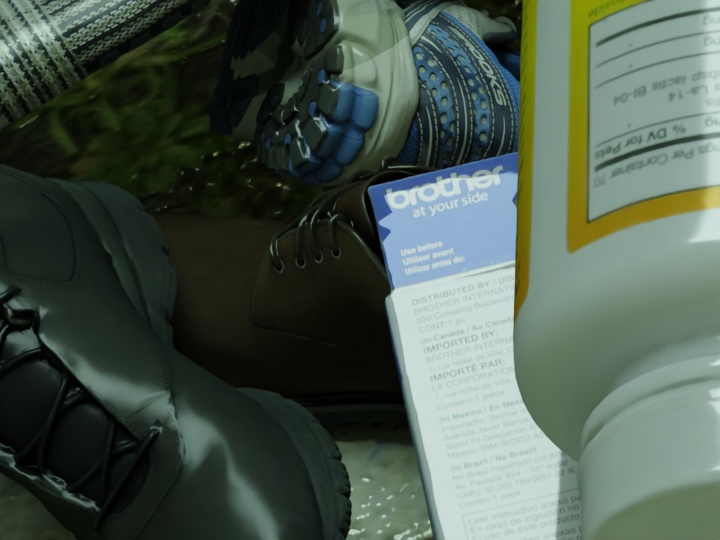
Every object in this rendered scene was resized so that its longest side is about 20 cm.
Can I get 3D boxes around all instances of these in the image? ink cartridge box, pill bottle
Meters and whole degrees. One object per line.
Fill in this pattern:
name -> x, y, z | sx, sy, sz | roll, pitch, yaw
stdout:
ink cartridge box -> 0.076, 0.055, 0.721 | 0.119, 0.042, 0.200 | -14, 59, 1
pill bottle -> 0.090, -0.022, 0.681 | 0.109, 0.109, 0.200 | -5, 57, 14

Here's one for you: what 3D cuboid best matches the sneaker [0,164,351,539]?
sneaker -> -0.077, 0.036, 0.790 | 0.076, 0.091, 0.200 | -57, 44, 13

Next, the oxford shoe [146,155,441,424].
oxford shoe -> 0.000, 0.000, 0.842 | 0.200, 0.085, 0.073 | 8, 43, 31

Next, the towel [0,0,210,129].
towel -> -0.088, -0.128, 0.924 | 0.192, 0.035, 0.200 | -31, 37, -6

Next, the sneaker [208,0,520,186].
sneaker -> 0.006, -0.061, 0.940 | 0.085, 0.077, 0.200 | 15, 16, -15
